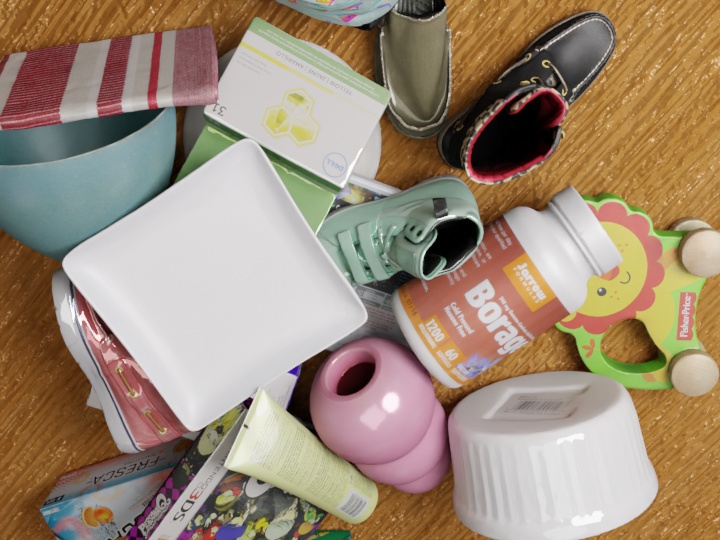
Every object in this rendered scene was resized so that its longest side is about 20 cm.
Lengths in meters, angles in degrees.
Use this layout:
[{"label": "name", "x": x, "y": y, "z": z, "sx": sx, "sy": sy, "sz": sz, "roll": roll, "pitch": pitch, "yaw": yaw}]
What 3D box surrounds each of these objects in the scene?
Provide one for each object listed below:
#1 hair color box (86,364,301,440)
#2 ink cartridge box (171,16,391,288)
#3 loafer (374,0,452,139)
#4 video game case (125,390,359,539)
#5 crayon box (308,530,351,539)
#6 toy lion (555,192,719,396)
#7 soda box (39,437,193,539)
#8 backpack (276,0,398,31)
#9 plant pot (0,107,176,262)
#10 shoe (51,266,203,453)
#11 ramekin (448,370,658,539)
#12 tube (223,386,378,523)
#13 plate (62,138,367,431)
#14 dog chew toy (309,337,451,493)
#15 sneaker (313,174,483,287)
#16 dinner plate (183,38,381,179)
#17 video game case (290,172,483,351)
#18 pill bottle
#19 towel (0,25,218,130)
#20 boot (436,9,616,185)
[{"label": "hair color box", "x": -0.172, "y": 0.114, "z": 0.843, "sx": 0.199, "sy": 0.065, "sz": 0.110, "roll": 19, "pitch": 106, "yaw": -6}, {"label": "ink cartridge box", "x": -0.080, "y": -0.106, "z": 0.732, "sx": 0.145, "sy": 0.048, "sz": 0.201, "roll": 28, "pitch": 81, "yaw": -6}, {"label": "loafer", "x": 0.045, "y": -0.220, "z": 0.736, "sx": 0.075, "sy": 0.070, "sz": 0.202, "roll": -8, "pitch": 106, "yaw": 4}, {"label": "video game case", "x": -0.107, "y": 0.228, "z": 0.822, "sx": 0.182, "sy": 0.036, "sz": 0.200, "roll": -52, "pitch": 135, "yaw": 5}, {"label": "crayon box", "x": -0.040, "y": 0.411, "z": 0.896, "sx": 0.058, "sy": 0.119, "sz": 0.202, "roll": 1, "pitch": 107, "yaw": 1}, {"label": "toy lion", "x": 0.262, "y": 0.023, "z": 0.811, "sx": 0.190, "sy": 0.069, "sz": 0.202, "roll": 0, "pitch": 107, "yaw": 9}, {"label": "soda box", "x": -0.238, "y": 0.238, "z": 0.873, "sx": 0.199, "sy": 0.068, "sz": 0.064, "roll": -20, "pitch": 108, "yaw": 9}, {"label": "backpack", "x": -0.047, "y": -0.288, "z": 0.665, "sx": 0.200, "sy": 0.126, "sz": 0.168, "roll": 39, "pitch": 110, "yaw": 18}, {"label": "plant pot", "x": -0.258, "y": -0.086, "z": 0.733, "sx": 0.198, "sy": 0.201, "sz": 0.136, "roll": -3, "pitch": 126, "yaw": 2}, {"label": "shoe", "x": -0.215, "y": 0.078, "z": 0.768, "sx": 0.090, "sy": 0.072, "sz": 0.201, "roll": -16, "pitch": 110, "yaw": 3}, {"label": "ramekin", "x": 0.180, "y": 0.172, "z": 0.785, "sx": 0.199, "sy": 0.201, "sz": 0.099, "roll": -12, "pitch": 99, "yaw": 5}, {"label": "tube", "x": -0.054, "y": 0.189, "z": 0.781, "sx": 0.052, "sy": 0.058, "sz": 0.200, "roll": -33, "pitch": 134, "yaw": 13}, {"label": "plate", "x": -0.125, "y": 0.015, "z": 0.716, "sx": 0.199, "sy": 0.032, "sz": 0.201, "roll": -32, "pitch": 108, "yaw": 2}, {"label": "dog chew toy", "x": 0.032, "y": 0.158, "z": 0.814, "sx": 0.124, "sy": 0.125, "sz": 0.200, "roll": -26, "pitch": 131, "yaw": 8}, {"label": "sneaker", "x": 0.017, "y": -0.018, "z": 0.732, "sx": 0.199, "sy": 0.118, "sz": 0.074, "roll": -27, "pitch": 112, "yaw": 7}, {"label": "dinner plate", "x": -0.078, "y": -0.125, "z": 0.792, "sx": 0.198, "sy": 0.024, "sz": 0.202, "roll": 0, "pitch": 106, "yaw": 0}, {"label": "video game case", "x": 0.000, "y": 0.000, "z": 0.813, "sx": 0.199, "sy": 0.023, "sz": 0.183, "roll": 19, "pitch": 108, "yaw": -11}, {"label": "pill bottle", "x": 0.136, "y": 0.013, "z": 0.751, "sx": 0.199, "sy": 0.112, "sz": 0.112, "roll": -36, "pitch": 102, "yaw": 13}, {"label": "towel", "x": -0.225, "y": -0.169, "z": 0.710, "sx": 0.198, "sy": 0.145, "sz": 0.023, "roll": -9, "pitch": 128, "yaw": -4}, {"label": "boot", "x": 0.156, "y": -0.152, "z": 0.711, "sx": 0.199, "sy": 0.151, "sz": 0.073, "roll": -36, "pitch": 103, "yaw": 11}]
